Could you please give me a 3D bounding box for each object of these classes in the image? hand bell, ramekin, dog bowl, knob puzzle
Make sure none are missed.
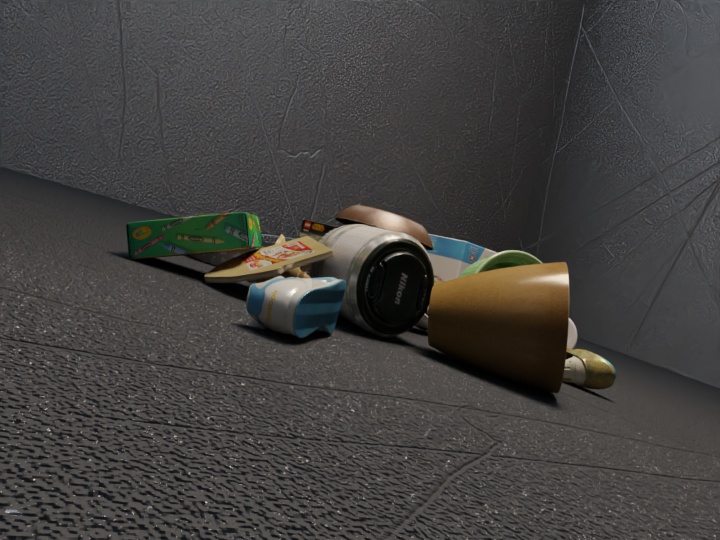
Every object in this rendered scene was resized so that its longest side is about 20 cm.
[{"bbox_3d":[-0.090,0.027,1.058,0.197,0.106,0.104,30,1,-6],"label":"hand bell"},{"bbox_3d":[0.266,0.067,1.046,0.195,0.206,0.097,15,-5,-15],"label":"ramekin"},{"bbox_3d":[-0.292,-0.042,1.230,0.194,0.060,0.200,16,2,-1],"label":"dog bowl"},{"bbox_3d":[-0.155,-0.006,0.903,0.213,0.031,0.220,-11,15,3],"label":"knob puzzle"}]

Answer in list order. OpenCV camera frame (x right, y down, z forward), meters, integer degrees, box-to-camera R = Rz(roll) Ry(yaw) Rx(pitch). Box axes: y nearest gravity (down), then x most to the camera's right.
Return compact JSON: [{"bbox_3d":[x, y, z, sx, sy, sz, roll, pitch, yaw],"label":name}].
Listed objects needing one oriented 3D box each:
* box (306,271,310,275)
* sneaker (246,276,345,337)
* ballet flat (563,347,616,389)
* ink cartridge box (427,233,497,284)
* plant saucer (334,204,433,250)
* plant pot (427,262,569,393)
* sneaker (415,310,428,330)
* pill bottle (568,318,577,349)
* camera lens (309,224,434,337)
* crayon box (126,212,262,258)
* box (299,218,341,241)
[{"bbox_3d":[-0.068,0.035,1.250,0.197,0.043,0.038,16,1,-42],"label":"box"},{"bbox_3d":[-0.074,0.039,0.712,0.079,0.079,0.200,15,0,16],"label":"sneaker"},{"bbox_3d":[0.382,0.176,1.030,0.069,0.073,0.199,15,3,-20],"label":"ballet flat"},{"bbox_3d":[0.218,0.034,1.328,0.144,0.206,0.144,14,2,-41],"label":"ink cartridge box"},{"bbox_3d":[0.049,-0.084,1.044,0.195,0.038,0.200,17,0,0],"label":"plant saucer"},{"bbox_3d":[0.204,0.077,0.839,0.194,0.193,0.186,4,-1,14],"label":"plant pot"},{"bbox_3d":[0.091,0.066,1.073,0.195,0.079,0.080,14,-9,-25],"label":"sneaker"},{"bbox_3d":[0.495,0.161,1.468,0.109,0.116,0.200,16,2,5],"label":"pill bottle"},{"bbox_3d":[0.016,0.011,0.919,0.156,0.165,0.199,15,2,-30],"label":"camera lens"},{"bbox_3d":[-0.273,-0.058,0.931,0.193,0.060,0.119,-5,3,0],"label":"crayon box"},{"bbox_3d":[-0.013,-0.058,1.132,0.194,0.041,0.137,15,0,12],"label":"box"}]
